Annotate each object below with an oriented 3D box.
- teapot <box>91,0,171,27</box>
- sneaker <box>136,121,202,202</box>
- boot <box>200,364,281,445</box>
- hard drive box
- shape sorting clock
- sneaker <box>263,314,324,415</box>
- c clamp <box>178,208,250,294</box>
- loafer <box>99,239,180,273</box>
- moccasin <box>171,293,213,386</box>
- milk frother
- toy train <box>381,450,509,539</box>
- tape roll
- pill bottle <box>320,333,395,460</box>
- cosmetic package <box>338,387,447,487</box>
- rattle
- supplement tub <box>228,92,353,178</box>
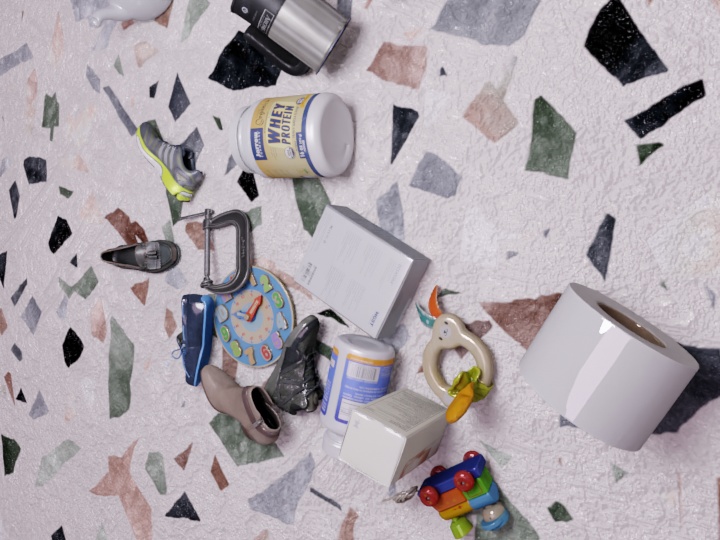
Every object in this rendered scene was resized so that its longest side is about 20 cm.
[{"bbox_3d":[-0.488,-0.636,1.429,0.195,0.145,0.203,-29,77,26],"label":"teapot"},{"bbox_3d":[-0.397,-0.242,1.439,0.081,0.074,0.201,-41,78,14],"label":"sneaker"},{"bbox_3d":[-0.225,0.248,1.316,0.201,0.070,0.146,50,145,0],"label":"boot"},{"bbox_3d":[0.000,0.000,1.209,0.199,0.076,0.158,34,107,25],"label":"hard drive box"},{"bbox_3d":[-0.216,0.092,1.354,0.196,0.039,0.205,1,92,30],"label":"shape sorting clock"},{"bbox_3d":[-0.101,0.186,1.274,0.113,0.076,0.202,33,110,22],"label":"sneaker"},{"bbox_3d":[-0.290,-0.041,1.382,0.168,0.027,0.204,-17,67,20],"label":"c clamp"},{"bbox_3d":[-0.483,-0.028,1.488,0.196,0.063,0.074,-3,90,29],"label":"loafer"},{"bbox_3d":[-0.341,0.137,1.395,0.067,0.081,0.204,12,107,4],"label":"moccasin"},{"bbox_3d":[-0.110,-0.481,1.235,0.186,0.180,0.202,34,77,-11],"label":"milk frother"},{"bbox_3d":[0.143,0.397,1.143,0.198,0.084,0.117,-33,89,26],"label":"toy train"},{"bbox_3d":[0.340,0.130,0.950,0.201,0.202,0.141,36,107,23],"label":"tape roll"},{"bbox_3d":[-0.010,0.224,1.201,0.110,0.111,0.204,16,100,28],"label":"pill bottle"},{"bbox_3d":[0.060,0.265,1.111,0.102,0.199,0.089,24,101,26],"label":"cosmetic package"},{"bbox_3d":[0.126,0.132,1.111,0.129,0.141,0.204,-22,87,46],"label":"rattle"},{"bbox_3d":[-0.125,-0.240,1.235,0.196,0.144,0.148,3,93,29],"label":"supplement tub"}]
